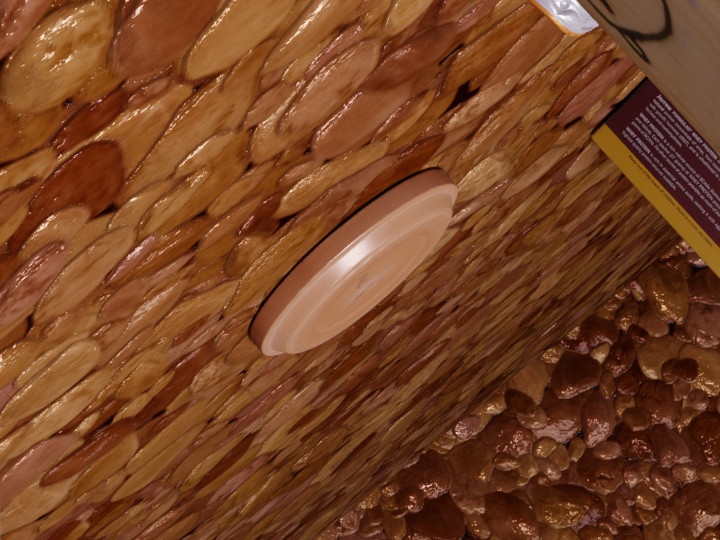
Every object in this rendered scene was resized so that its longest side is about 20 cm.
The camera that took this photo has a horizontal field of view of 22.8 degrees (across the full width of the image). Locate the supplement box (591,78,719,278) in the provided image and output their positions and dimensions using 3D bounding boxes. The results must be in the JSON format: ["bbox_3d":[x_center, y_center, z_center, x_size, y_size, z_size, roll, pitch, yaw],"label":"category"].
[{"bbox_3d":[0.369,-0.129,1.686,0.200,0.197,0.133,-47,167,24],"label":"supplement box"}]

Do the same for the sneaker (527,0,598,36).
[{"bbox_3d":[0.167,-0.198,1.098,0.092,0.076,0.200,-52,166,27],"label":"sneaker"}]

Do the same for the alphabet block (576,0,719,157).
[{"bbox_3d":[0.189,-0.200,0.839,0.196,0.200,0.195,-40,168,-3],"label":"alphabet block"}]

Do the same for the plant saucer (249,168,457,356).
[{"bbox_3d":[0.000,0.000,1.385,0.200,0.032,0.200,-39,168,-10],"label":"plant saucer"}]
